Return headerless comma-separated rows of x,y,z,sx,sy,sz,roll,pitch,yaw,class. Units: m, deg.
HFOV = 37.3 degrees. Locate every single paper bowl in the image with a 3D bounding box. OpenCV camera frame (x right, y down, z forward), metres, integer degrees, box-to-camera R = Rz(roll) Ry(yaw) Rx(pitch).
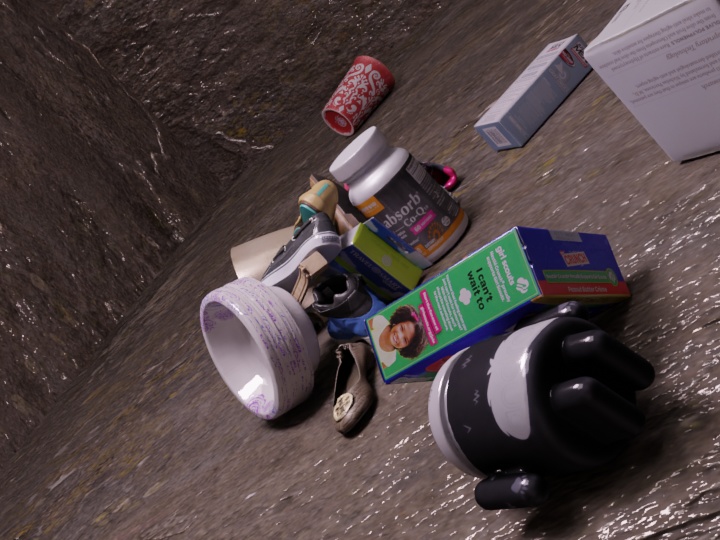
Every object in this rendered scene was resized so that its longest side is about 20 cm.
-0.134,0.104,1.522,0.104,0.201,0.201,-26,4,-29,paper bowl

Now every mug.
-0.004,-0.471,2.994,0.133,0.178,0.200,18,62,33,mug

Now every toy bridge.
-0.071,0.038,1.548,0.067,0.027,0.200,-38,-22,-12,toy bridge

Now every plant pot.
-0.081,-0.004,1.764,0.200,0.188,0.187,-29,16,5,plant pot

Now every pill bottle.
0.055,-0.109,1.573,0.116,0.200,0.116,-42,14,13,pill bottle

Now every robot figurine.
0.145,0.109,0.876,0.150,0.125,0.200,-25,0,-38,robot figurine

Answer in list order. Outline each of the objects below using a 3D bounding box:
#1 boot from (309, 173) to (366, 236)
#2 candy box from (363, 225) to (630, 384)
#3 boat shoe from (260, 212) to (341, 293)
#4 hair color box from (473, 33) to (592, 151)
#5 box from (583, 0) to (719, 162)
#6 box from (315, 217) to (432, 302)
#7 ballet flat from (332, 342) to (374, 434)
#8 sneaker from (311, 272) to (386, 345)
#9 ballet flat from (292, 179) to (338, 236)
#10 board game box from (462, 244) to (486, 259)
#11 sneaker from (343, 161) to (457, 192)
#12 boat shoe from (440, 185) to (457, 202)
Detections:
-0.036,-0.081,1.672,0.076,0.074,0.200,-59,45,23,boot
0.133,0.037,1.033,0.200,0.077,0.169,-35,-24,35,candy box
-0.093,-0.015,1.555,0.200,0.069,0.057,-39,56,44,boat shoe
0.283,-0.286,1.722,0.200,0.061,0.099,-48,15,-11,hair color box
0.389,-0.254,1.109,0.199,0.171,0.200,-51,15,-22,box
0.000,0.000,1.578,0.200,0.122,0.048,-26,32,54,box
-0.015,0.143,1.371,0.067,0.046,0.200,-40,15,19,ballet flat
-0.025,0.051,1.527,0.077,0.111,0.200,-48,14,-12,sneaker
-0.060,-0.075,1.605,0.063,0.069,0.200,-56,-5,-20,ballet flat
0.140,0.029,1.319,0.103,0.019,0.200,-30,20,40,board game box
0.065,-0.155,1.763,0.200,0.081,0.075,-8,3,-26,sneaker
0.071,-0.089,1.743,0.200,0.069,0.072,-26,23,52,boat shoe
